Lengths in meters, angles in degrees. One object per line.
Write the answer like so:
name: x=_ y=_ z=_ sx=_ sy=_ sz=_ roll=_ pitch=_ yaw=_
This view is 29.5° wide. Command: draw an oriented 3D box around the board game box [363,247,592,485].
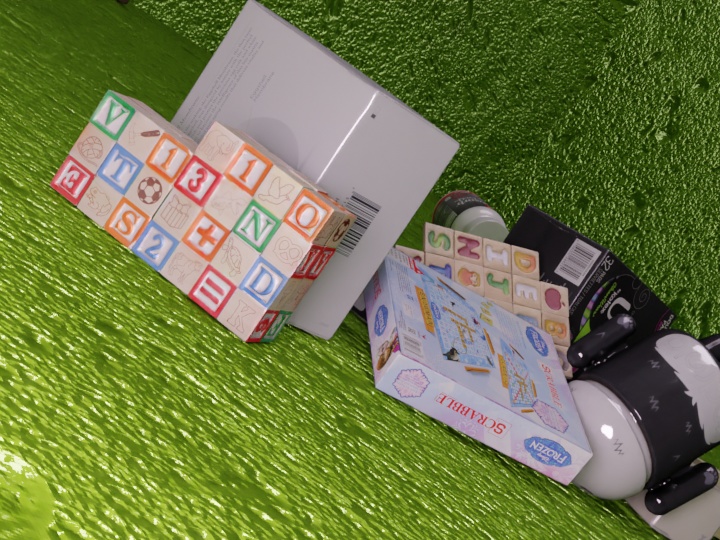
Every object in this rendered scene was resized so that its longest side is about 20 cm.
board game box: x=0.098 y=0.078 z=1.211 sx=0.199 sy=0.041 sz=0.200 roll=28 pitch=23 yaw=-17

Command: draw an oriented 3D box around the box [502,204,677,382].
box: x=0.230 y=0.048 z=1.504 sx=0.124 sy=0.149 sz=0.200 roll=35 pitch=0 yaw=40

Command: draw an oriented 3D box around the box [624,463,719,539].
box: x=0.293 y=0.202 z=1.409 sx=0.082 sy=0.069 sz=0.200 roll=32 pitch=8 yaw=-29

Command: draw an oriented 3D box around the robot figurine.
robot figurine: x=0.269 y=0.132 z=1.282 sx=0.150 sy=0.199 sz=0.125 roll=46 pitch=-26 yaw=40

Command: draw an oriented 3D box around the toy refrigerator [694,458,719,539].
toy refrigerator: x=0.409 y=0.269 z=1.519 sx=0.199 sy=0.070 sz=0.076 roll=31 pitch=2 yaw=-35

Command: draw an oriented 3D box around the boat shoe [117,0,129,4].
boat shoe: x=-0.580 y=-0.674 z=3.021 sx=0.199 sy=0.076 sz=0.072 roll=34 pitch=8 yaw=-4

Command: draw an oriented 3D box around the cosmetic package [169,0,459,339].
cosmetic package: x=-0.060 y=-0.087 z=1.152 sx=0.123 sy=0.200 sz=0.200 roll=25 pitch=12 yaw=-48

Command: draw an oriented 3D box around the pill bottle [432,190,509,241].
pill bottle: x=0.218 y=-0.078 z=2.653 sx=0.116 sy=0.116 sz=0.200 roll=32 pitch=8 yaw=-21

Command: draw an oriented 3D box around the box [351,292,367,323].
box: x=0.000 y=0.000 z=1.414 sx=0.200 sy=0.060 sz=0.117 roll=38 pitch=9 yaw=22

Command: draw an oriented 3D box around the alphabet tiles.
alphabet tiles: x=0.121 y=0.041 z=1.339 sx=0.199 sy=0.006 sz=0.167 roll=14 pitch=59 yaw=-22

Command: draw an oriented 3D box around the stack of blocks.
stack of blocks: x=-0.117 y=-0.052 z=1.011 sx=0.200 sy=0.115 sz=0.059 roll=36 pitch=7 yaw=15
